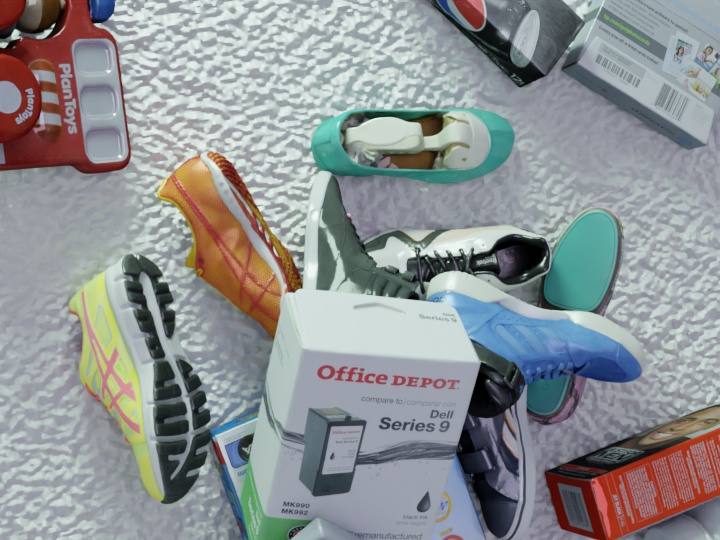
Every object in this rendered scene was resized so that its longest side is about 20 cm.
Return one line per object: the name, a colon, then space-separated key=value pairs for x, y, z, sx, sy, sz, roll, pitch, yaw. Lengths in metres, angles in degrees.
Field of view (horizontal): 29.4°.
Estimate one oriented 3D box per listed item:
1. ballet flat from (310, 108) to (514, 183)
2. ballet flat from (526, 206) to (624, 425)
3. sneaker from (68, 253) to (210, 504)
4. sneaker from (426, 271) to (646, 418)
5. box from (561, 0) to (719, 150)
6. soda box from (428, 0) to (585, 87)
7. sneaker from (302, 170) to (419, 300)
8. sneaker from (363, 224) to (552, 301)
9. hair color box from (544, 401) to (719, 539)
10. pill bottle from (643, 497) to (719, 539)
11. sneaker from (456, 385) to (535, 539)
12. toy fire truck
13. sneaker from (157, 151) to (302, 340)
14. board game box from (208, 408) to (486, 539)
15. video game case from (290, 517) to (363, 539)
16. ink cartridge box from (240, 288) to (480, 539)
ballet flat: x=0.056 y=-0.112 z=1.218 sx=0.197 sy=0.070 sz=0.069 roll=-3 pitch=87 yaw=-17
ballet flat: x=0.195 y=0.042 z=1.254 sx=0.068 sy=0.071 sz=0.203 roll=15 pitch=90 yaw=24
sneaker: x=-0.187 y=0.095 z=1.132 sx=0.089 sy=0.078 sz=0.203 roll=-18 pitch=81 yaw=25
sneaker: x=0.140 y=0.084 z=1.153 sx=0.197 sy=0.077 sz=0.112 roll=21 pitch=56 yaw=-7
box: x=0.299 y=-0.242 z=1.314 sx=0.154 sy=0.041 sz=0.202 roll=28 pitch=81 yaw=-14
soda box: x=0.105 y=-0.260 z=1.244 sx=0.199 sy=0.063 sz=0.071 roll=41 pitch=77 yaw=-10
sneaker: x=0.000 y=0.000 z=1.157 sx=0.097 sy=0.071 sz=0.202 roll=1 pitch=51 yaw=-2
sneaker: x=0.078 y=-0.008 z=1.215 sx=0.197 sy=0.080 sz=0.075 roll=-11 pitch=92 yaw=-15
hair color box: x=0.280 y=0.181 z=1.254 sx=0.197 sy=0.101 sz=0.062 roll=-18 pitch=92 yaw=-18
pill bottle: x=0.370 y=0.250 z=1.271 sx=0.197 sy=0.114 sz=0.116 roll=-17 pitch=92 yaw=-17
sneaker: x=0.106 y=0.137 z=1.217 sx=0.078 sy=0.078 sz=0.203 roll=4 pitch=75 yaw=-21
toy fire truck: x=-0.271 y=-0.177 z=1.115 sx=0.166 sy=0.111 sz=0.203 roll=-7 pitch=90 yaw=-41
sneaker: x=-0.102 y=-0.003 z=1.176 sx=0.076 sy=0.073 sz=0.202 roll=-29 pitch=97 yaw=12
board game box: x=-0.009 y=0.196 z=1.189 sx=0.198 sy=0.056 sz=0.199 roll=-21 pitch=93 yaw=-17
video game case: x=-0.030 y=0.290 z=1.108 sx=0.182 sy=0.022 sz=0.199 roll=-41 pitch=130 yaw=18
ink cartridge box: x=-0.004 y=0.127 z=1.074 sx=0.144 sy=0.084 sz=0.203 roll=5 pitch=118 yaw=-16
